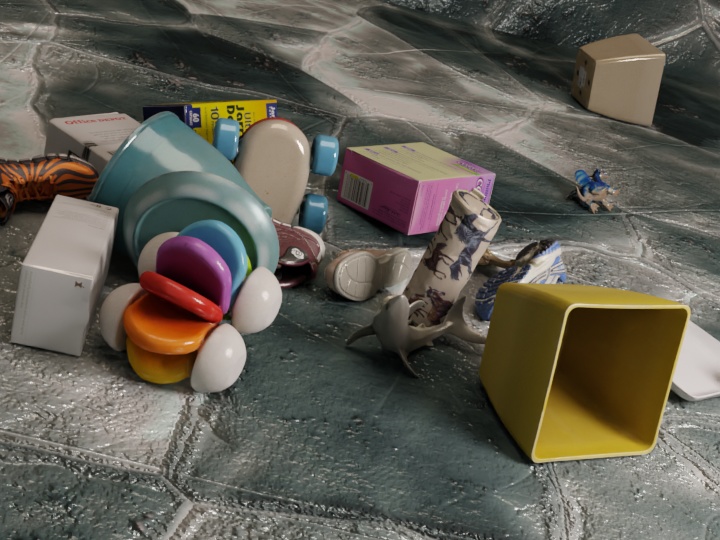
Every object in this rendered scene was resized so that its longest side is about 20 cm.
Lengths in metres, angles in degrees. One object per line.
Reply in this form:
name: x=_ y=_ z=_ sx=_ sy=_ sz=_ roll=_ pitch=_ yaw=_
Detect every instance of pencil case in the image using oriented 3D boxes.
pencil case: x=0.122 y=-0.015 z=1.528 sx=0.078 sy=0.200 sz=0.089 roll=22 pitch=19 yaw=-15

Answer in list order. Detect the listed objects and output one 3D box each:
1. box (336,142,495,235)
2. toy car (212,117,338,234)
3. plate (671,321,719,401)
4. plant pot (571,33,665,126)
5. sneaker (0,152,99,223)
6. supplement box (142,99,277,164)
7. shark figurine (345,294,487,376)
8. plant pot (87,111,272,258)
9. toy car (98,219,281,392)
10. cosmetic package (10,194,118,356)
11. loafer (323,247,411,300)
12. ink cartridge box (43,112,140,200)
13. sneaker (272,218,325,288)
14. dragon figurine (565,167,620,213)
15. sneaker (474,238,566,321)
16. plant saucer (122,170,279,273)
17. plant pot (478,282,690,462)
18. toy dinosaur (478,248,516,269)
box: x=0.094 y=-0.143 z=1.877 sx=0.200 sy=0.097 sz=0.176 roll=-11 pitch=30 yaw=-45
toy car: x=-0.148 y=-0.158 z=1.711 sx=0.184 sy=0.177 sz=0.200 roll=8 pitch=14 yaw=-13
plate: x=0.484 y=0.134 z=1.650 sx=0.200 sy=0.032 sz=0.200 roll=-2 pitch=32 yaw=-36
plant pot: x=0.677 y=-0.513 z=2.949 sx=0.176 sy=0.200 sz=0.200 roll=-1 pitch=28 yaw=-12
sneaker: x=-0.460 y=-0.106 z=1.510 sx=0.199 sy=0.078 sz=0.112 roll=-1 pitch=33 yaw=-13
supplement box: x=-0.240 y=-0.220 z=1.790 sx=0.109 sy=0.109 sz=0.200 roll=7 pitch=14 yaw=41
shark figurine: x=0.074 y=0.096 z=1.446 sx=0.214 sy=0.128 sz=0.090 roll=12 pitch=44 yaw=-55
plant pot: x=-0.229 y=-0.075 z=1.460 sx=0.188 sy=0.200 sz=0.200 roll=34 pitch=27 yaw=7
toy car: x=-0.195 y=0.026 z=1.253 sx=0.175 sy=0.150 sz=0.200 roll=23 pitch=57 yaw=12
cosmetic package: x=-0.346 y=0.001 z=1.306 sx=0.085 sy=0.108 sz=0.200 roll=13 pitch=24 yaw=-9
loafer: x=0.000 y=0.000 z=1.592 sx=0.063 sy=0.072 sz=0.200 roll=12 pitch=13 yaw=32
ink cartridge box: x=-0.357 y=-0.157 z=1.651 sx=0.200 sy=0.085 sz=0.146 roll=33 pitch=29 yaw=32
sneaker: x=-0.146 y=-0.033 z=1.547 sx=0.199 sy=0.076 sz=0.116 roll=14 pitch=28 yaw=-8
dragon figurine: x=0.453 y=-0.164 z=2.216 sx=0.200 sy=0.059 sz=0.099 roll=-10 pitch=36 yaw=-46
sneaker: x=0.253 y=0.030 z=1.663 sx=0.200 sy=0.085 sz=0.077 roll=-37 pitch=17 yaw=-36
plant saucer: x=-0.201 y=-0.030 z=1.359 sx=0.200 sy=0.201 sz=0.027 roll=16 pitch=36 yaw=-1
plant pot: x=0.262 y=0.108 z=1.392 sx=0.199 sy=0.201 sz=0.176 roll=1 pitch=18 yaw=-31
toy dinosaur: x=0.185 y=-0.030 z=1.796 sx=0.101 sy=0.058 sz=0.200 roll=22 pitch=6 yaw=-33
